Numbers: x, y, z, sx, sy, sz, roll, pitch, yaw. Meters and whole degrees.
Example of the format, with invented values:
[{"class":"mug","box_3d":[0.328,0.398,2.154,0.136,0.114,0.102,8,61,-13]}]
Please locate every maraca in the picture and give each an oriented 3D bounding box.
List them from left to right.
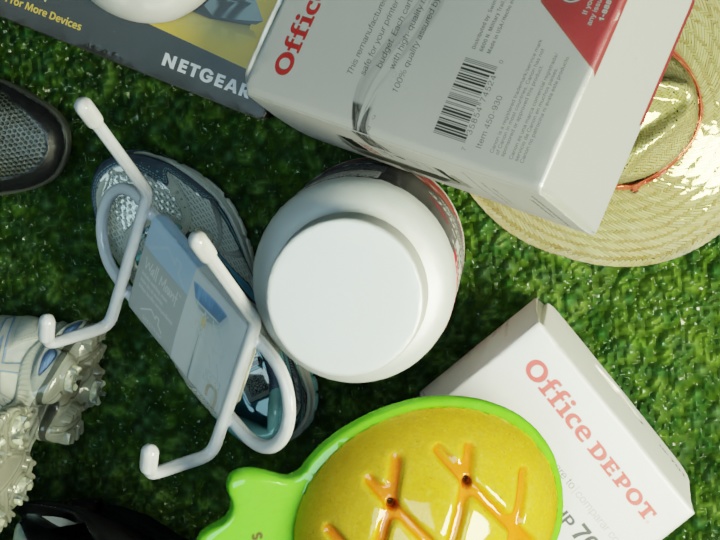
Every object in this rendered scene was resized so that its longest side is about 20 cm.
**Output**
[{"class":"maraca","box_3d":[0.013,0.139,1.092,0.199,0.107,0.138,-16,107,-7]}]

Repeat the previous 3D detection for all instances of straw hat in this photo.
[{"class":"straw hat","box_3d":[0.144,-0.089,1.153,0.200,0.085,0.203,1,97,6]}]

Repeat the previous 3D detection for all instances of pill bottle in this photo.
[{"class":"pill bottle","box_3d":[0.000,0.000,1.121,0.110,0.200,0.112,1,99,5]}]

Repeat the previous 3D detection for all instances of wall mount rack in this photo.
[{"class":"wall mount rack","box_3d":[-0.108,0.008,1.088,0.200,0.074,0.174,47,134,33]}]

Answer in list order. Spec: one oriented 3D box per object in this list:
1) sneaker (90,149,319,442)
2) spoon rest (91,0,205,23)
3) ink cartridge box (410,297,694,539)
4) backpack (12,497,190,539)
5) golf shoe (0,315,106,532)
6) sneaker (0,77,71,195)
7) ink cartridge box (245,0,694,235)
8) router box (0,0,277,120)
[{"class":"sneaker","box_3d":[-0.091,0.016,1.190,0.077,0.086,0.201,-35,92,9]},{"class":"spoon rest","box_3d":[-0.160,-0.219,1.136,0.200,0.061,0.100,37,100,-13]},{"class":"ink cartridge box","box_3d":[0.073,0.137,1.191,0.200,0.086,0.147,-40,92,11]},{"class":"backpack","box_3d":[-0.135,0.212,1.172,0.200,0.166,0.127,30,97,42]},{"class":"golf shoe","box_3d":[-0.226,0.089,1.168,0.097,0.200,0.079,16,120,13]},{"class":"sneaker","box_3d":[-0.272,-0.087,1.184,0.198,0.114,0.077,19,101,1]},{"class":"ink cartridge box","box_3d":[0.057,-0.123,1.105,0.199,0.083,0.148,22,85,32]},{"class":"router box","box_3d":[-0.116,-0.196,1.183,0.199,0.052,0.158,21,99,3]}]
